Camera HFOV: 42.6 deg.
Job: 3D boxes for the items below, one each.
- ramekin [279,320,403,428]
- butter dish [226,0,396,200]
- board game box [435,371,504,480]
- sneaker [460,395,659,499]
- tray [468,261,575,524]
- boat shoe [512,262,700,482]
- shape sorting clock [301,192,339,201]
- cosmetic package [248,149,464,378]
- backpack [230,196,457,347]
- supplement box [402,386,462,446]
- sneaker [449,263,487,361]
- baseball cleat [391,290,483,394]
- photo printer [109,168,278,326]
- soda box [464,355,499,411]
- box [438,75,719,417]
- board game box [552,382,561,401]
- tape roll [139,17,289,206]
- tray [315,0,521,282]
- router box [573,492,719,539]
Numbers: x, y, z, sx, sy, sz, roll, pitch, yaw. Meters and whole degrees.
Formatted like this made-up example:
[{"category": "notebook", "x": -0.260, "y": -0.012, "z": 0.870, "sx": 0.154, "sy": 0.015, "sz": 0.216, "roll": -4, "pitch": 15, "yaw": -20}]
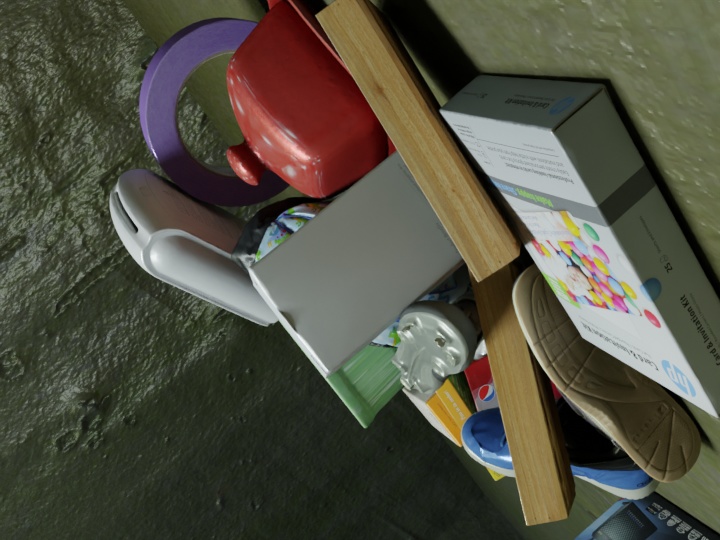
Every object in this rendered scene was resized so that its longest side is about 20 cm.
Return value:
[{"category": "ramekin", "x": -0.020, "y": 0.098, "z": 1.220, "sx": 0.201, "sy": 0.097, "sz": 0.200, "roll": 51, "pitch": 175, "yaw": 6}, {"category": "butter dish", "x": -0.063, "y": -0.141, "z": 0.885, "sx": 0.200, "sy": 0.147, "sz": 0.200, "roll": 51, "pitch": 175, "yaw": 10}, {"category": "board game box", "x": 0.112, "y": 0.139, "z": 1.071, "sx": 0.202, "sy": 0.030, "sz": 0.096, "roll": 59, "pitch": -167, "yaw": -13}, {"category": "sneaker", "x": 0.178, "y": 0.150, "z": 0.869, "sx": 0.197, "sy": 0.077, "sz": 0.112, "roll": 11, "pitch": 149, "yaw": 32}, {"category": "tray", "x": 0.135, "y": 0.094, "z": 0.760, "sx": 0.098, "sy": 0.036, "sz": 0.204, "roll": 10, "pitch": -113, "yaw": -73}, {"category": "boat shoe", "x": 0.179, "y": 0.078, "z": 0.710, "sx": 0.200, "sy": 0.072, "sz": 0.065, "roll": 47, "pitch": 170, "yaw": -9}, {"category": "shape sorting clock", "x": -0.006, "y": -0.067, "z": 1.059, "sx": 0.199, "sy": 0.039, "sz": 0.204, "roll": 30, "pitch": 127, "yaw": 49}, {"category": "cosmetic package", "x": 0.013, "y": -0.013, "z": 0.798, "sx": 0.113, "sy": 0.199, "sz": 0.081, "roll": 52, "pitch": 173, "yaw": 6}, {"category": "backpack", "x": 0.000, "y": 0.000, "z": 0.926, "sx": 0.200, "sy": 0.155, "sz": 0.162, "roll": 44, "pitch": -158, "yaw": 26}, {"category": "supplement box", "x": 0.137, "y": 0.153, "z": 1.236, "sx": 0.074, "sy": 0.126, "sz": 0.200, "roll": 49, "pitch": 175, "yaw": -3}, {"category": "sneaker", "x": 0.129, "y": 0.060, "z": 1.010, "sx": 0.080, "sy": 0.076, "sz": 0.201, "roll": 36, "pitch": 167, "yaw": 36}, {"category": "baseball cleat", "x": 0.077, "y": 0.047, "z": 0.800, "sx": 0.070, "sy": 0.106, "sz": 0.200, "roll": 45, "pitch": 163, "yaw": 6}, {"category": "photo printer", "x": -0.181, "y": -0.031, "z": 1.018, "sx": 0.198, "sy": 0.070, "sz": 0.167, "roll": 28, "pitch": -167, "yaw": -38}, {"category": "soda box", "x": 0.182, "y": 0.163, "z": 1.069, "sx": 0.200, "sy": 0.063, "sz": 0.071, "roll": 51, "pitch": -161, "yaw": -54}, {"category": "box", "x": 0.139, "y": -0.022, "z": 0.557, "sx": 0.201, "sy": 0.041, "sz": 0.156, "roll": 53, "pitch": 175, "yaw": -21}, {"category": "board game box", "x": 0.220, "y": 0.148, "z": 0.960, "sx": 0.201, "sy": 0.039, "sz": 0.158, "roll": 52, "pitch": 174, "yaw": -6}, {"category": "tape roll", "x": -0.145, "y": -0.177, "z": 1.034, "sx": 0.201, "sy": 0.199, "sz": 0.066, "roll": 53, "pitch": 173, "yaw": -24}, {"category": "tray", "x": 0.046, "y": -0.093, "z": 0.638, "sx": 0.202, "sy": 0.037, "sz": 0.099, "roll": 58, "pitch": -168, "yaw": 0}, {"category": "router box", "x": 0.283, "y": 0.310, "z": 0.917, "sx": 0.062, "sy": 0.149, "sz": 0.200, "roll": 52, "pitch": 174, "yaw": -12}]
